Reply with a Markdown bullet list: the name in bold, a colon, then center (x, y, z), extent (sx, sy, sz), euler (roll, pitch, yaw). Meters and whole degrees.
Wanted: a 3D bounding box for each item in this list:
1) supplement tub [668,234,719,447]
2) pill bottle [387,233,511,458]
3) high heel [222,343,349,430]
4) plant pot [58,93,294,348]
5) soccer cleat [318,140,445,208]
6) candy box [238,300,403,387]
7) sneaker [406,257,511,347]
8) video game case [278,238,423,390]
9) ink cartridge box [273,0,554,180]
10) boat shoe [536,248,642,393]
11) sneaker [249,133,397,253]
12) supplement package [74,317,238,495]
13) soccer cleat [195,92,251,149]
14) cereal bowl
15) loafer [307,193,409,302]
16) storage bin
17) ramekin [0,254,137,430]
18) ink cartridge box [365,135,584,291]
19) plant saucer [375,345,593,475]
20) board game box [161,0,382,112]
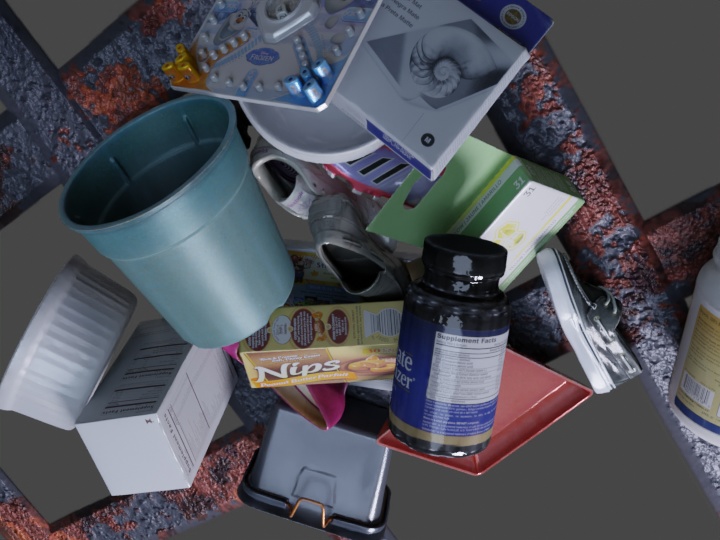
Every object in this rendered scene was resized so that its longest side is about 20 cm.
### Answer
- **supplement tub**: center (0.411, 0.070, 0.916), extent (0.141, 0.145, 0.204), euler (8, 118, 8)
- **pill bottle**: center (0.092, 0.072, 0.881), extent (0.109, 0.112, 0.205), euler (9, 104, 8)
- **high heel**: center (-0.107, 0.122, 1.058), extent (0.197, 0.096, 0.068), euler (31, 119, -3)
- **plant pot**: center (-0.172, -0.040, 0.904), extent (0.196, 0.203, 0.198), euler (-14, 130, 18)
- **soccer cleat**: center (0.043, -0.106, 0.945), extent (0.196, 0.067, 0.078), euler (24, 101, -16)
- **candy box**: center (-0.034, 0.085, 0.991), extent (0.194, 0.057, 0.116), euler (-2, 154, -1)
- **sneaker**: center (0.121, 0.051, 1.001), extent (0.088, 0.068, 0.202), euler (-22, 128, 5)
- **video game case**: center (-0.004, 0.058, 1.071), extent (0.195, 0.023, 0.186), euler (7, 117, 10)
- **ink cartridge box**: center (0.052, -0.223, 0.823), extent (0.198, 0.041, 0.201), euler (37, 82, 10)
- **boat shoe**: center (0.260, 0.048, 0.989), extent (0.070, 0.073, 0.202), euler (-25, 119, 14)
- **sneaker**: center (-0.045, -0.071, 0.973), extent (0.198, 0.100, 0.075), euler (37, 116, -9)
- **supplement package**: center (-0.240, 0.156, 1.065), extent (0.107, 0.201, 0.116), euler (-9, 118, 16)
- **soccer cleat**: center (-0.176, -0.117, 1.011), extent (0.083, 0.064, 0.203), euler (37, 127, 27)
- **cereal bowl**: center (-0.032, -0.201, 0.887), extent (0.195, 0.083, 0.206), euler (0, 79, 2)
- **loafer**: center (0.000, 0.000, 0.954), extent (0.069, 0.071, 0.200), euler (-15, 140, 24)
- **storage bin**: center (-0.045, 0.236, 1.110), extent (0.195, 0.146, 0.137), euler (16, 108, 4)
- **ramekin**: center (-0.352, 0.093, 1.069), extent (0.096, 0.202, 0.202), euler (27, 119, -12)
- **ink cartridge box**: center (0.122, -0.056, 0.911), extent (0.197, 0.048, 0.146), euler (12, 129, -43)
- **plant saucer**: center (0.144, 0.159, 1.037), extent (0.198, 0.037, 0.199), euler (24, 124, -39)
- **board game box**: center (-0.071, -0.247, 0.813), extent (0.197, 0.203, 0.026), euler (15, 161, 35)
